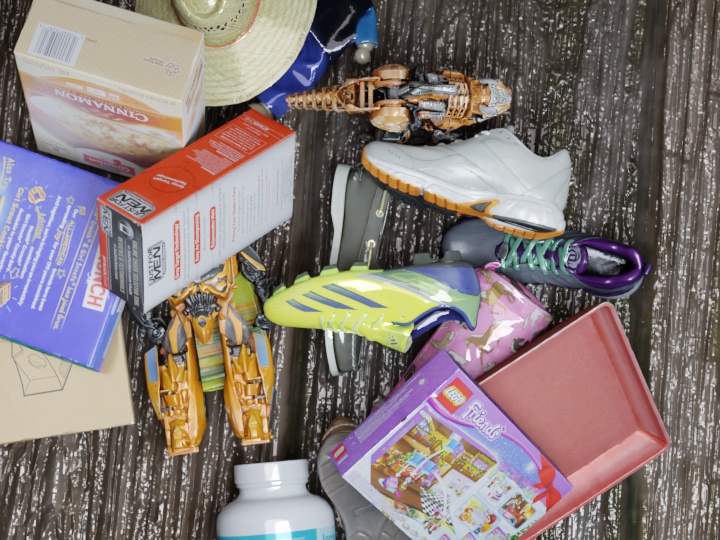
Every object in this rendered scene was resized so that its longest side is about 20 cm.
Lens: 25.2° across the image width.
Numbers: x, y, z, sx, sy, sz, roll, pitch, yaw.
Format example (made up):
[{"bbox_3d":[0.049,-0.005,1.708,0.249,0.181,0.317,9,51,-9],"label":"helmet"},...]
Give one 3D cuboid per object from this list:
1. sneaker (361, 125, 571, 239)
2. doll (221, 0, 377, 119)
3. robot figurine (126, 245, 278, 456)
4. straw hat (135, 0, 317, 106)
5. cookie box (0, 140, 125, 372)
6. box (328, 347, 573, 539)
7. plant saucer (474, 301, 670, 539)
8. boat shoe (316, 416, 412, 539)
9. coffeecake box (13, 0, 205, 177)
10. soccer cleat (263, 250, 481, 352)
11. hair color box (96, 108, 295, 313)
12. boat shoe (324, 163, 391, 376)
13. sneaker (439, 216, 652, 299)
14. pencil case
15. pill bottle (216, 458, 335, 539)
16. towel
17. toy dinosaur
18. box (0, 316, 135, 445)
[{"bbox_3d":[0.101,-0.097,1.490,0.198,0.076,0.093,17,79,0],"label":"sneaker"},{"bbox_3d":[-0.049,-0.237,1.559,0.136,0.048,0.200,43,85,10],"label":"doll"},{"bbox_3d":[-0.142,0.067,1.506,0.143,0.058,0.202,-8,84,-1],"label":"robot figurine"},{"bbox_3d":[-0.139,-0.265,1.516,0.199,0.085,0.203,-4,73,13],"label":"straw hat"},{"bbox_3d":[-0.309,-0.018,1.497,0.198,0.075,0.173,20,84,2],"label":"cookie box"},{"bbox_3d":[0.083,0.177,1.418,0.137,0.039,0.200,-42,125,3],"label":"box"},{"bbox_3d":[0.171,0.142,1.484,0.199,0.037,0.201,-32,126,-5],"label":"plant saucer"},{"bbox_3d":[0.012,0.222,1.488,0.075,0.072,0.202,-14,114,2],"label":"boat shoe"},{"bbox_3d":[-0.223,-0.161,1.469,0.152,0.200,0.074,16,69,1],"label":"coffeecake box"},{"bbox_3d":[0.011,0.035,1.445,0.198,0.065,0.085,-9,82,6],"label":"soccer cleat"},{"bbox_3d":[-0.146,-0.057,1.460,0.061,0.102,0.200,29,44,28],"label":"hair color box"},{"bbox_3d":[0.000,-0.001,1.524,0.060,0.072,0.204,3,80,4],"label":"boat shoe"},{"bbox_3d":[0.176,-0.020,1.520,0.198,0.088,0.075,6,84,0],"label":"sneaker"},{"bbox_3d":[0.092,0.091,1.496,0.086,0.083,0.201,32,97,-39],"label":"pencil case"},{"bbox_3d":[-0.075,0.277,1.475,0.110,0.111,0.202,-5,85,-1],"label":"pill bottle"},{"bbox_3d":[-0.146,0.013,1.548,0.085,0.018,0.202,-14,84,-3],"label":"towel"},{"bbox_3d":[0.037,-0.164,1.509,0.198,0.136,0.103,22,85,1],"label":"toy dinosaur"},{"bbox_3d":[-0.308,0.060,1.539,0.162,0.021,0.202,-9,85,-2],"label":"box"}]
